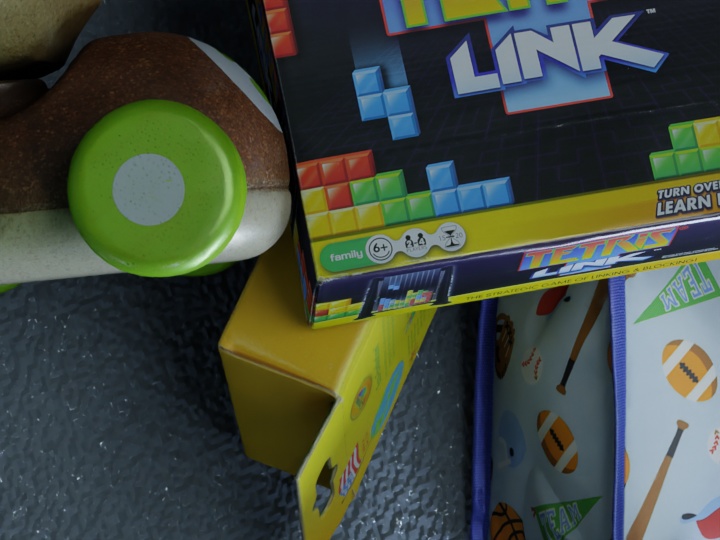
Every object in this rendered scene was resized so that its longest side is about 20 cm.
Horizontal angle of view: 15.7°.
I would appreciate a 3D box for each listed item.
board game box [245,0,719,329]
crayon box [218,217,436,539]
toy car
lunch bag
[{"bbox_3d":[0.064,-0.080,0.918,0.199,0.057,0.166,-10,73,-7],"label":"board game box"},{"bbox_3d":[0.000,0.000,0.983,0.051,0.127,0.201,21,70,10],"label":"crayon box"},{"bbox_3d":[-0.109,-0.094,0.871,0.157,0.164,0.201,-6,90,1],"label":"toy car"},{"bbox_3d":[0.137,0.029,1.075,0.169,0.124,0.201,-2,96,-33],"label":"lunch bag"}]
